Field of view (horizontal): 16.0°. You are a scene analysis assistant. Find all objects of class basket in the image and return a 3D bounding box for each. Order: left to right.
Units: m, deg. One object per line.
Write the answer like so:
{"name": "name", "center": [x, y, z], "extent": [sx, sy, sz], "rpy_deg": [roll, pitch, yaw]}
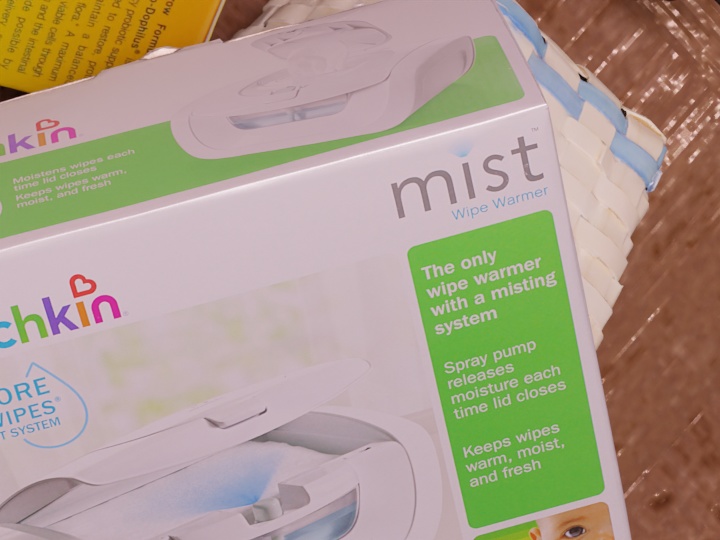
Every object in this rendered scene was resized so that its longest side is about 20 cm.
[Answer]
{"name": "basket", "center": [0.000, 0.000, 0.874], "extent": [0.176, 0.139, 0.200], "rpy_deg": [43, 68, -26]}

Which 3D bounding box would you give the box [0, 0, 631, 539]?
{"name": "box", "center": [-0.034, 0.028, 0.760], "extent": [0.200, 0.097, 0.177], "rpy_deg": [-14, 122, -3]}

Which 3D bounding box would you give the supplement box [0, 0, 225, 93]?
{"name": "supplement box", "center": [-0.136, -0.142, 0.808], "extent": [0.200, 0.109, 0.110], "rpy_deg": [14, 134, -15]}

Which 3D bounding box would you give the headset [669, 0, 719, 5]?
{"name": "headset", "center": [0.169, -0.171, 0.946], "extent": [0.124, 0.094, 0.200], "rpy_deg": [49, 68, -16]}
